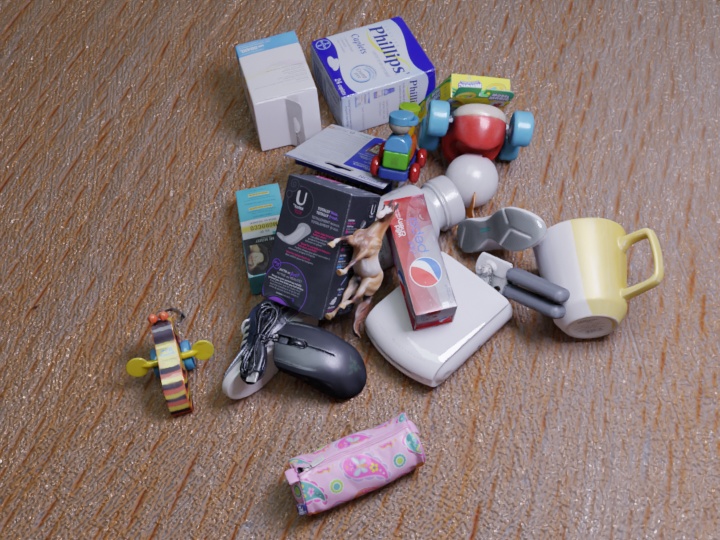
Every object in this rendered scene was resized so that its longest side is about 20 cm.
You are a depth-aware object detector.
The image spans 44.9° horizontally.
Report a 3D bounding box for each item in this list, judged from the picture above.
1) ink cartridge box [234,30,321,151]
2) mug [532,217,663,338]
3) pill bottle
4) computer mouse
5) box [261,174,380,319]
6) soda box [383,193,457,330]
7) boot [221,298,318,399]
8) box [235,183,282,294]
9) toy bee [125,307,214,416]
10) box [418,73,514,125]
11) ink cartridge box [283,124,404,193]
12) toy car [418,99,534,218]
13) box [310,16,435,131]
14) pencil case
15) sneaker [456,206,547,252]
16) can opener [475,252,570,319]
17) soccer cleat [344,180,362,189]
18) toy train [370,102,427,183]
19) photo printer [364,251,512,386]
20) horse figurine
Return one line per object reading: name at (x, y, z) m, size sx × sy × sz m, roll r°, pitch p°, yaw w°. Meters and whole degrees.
ink cartridge box at (-0.155, -0.338, 1.683) m, size 0.124 × 0.129 × 0.201 m, roll -15°, pitch 53°, yaw -6°
mug at (0.360, 0.012, 1.361) m, size 0.148 × 0.187 × 0.155 m, roll 9°, pitch 60°, yaw -16°
pill bottle at (0.072, -0.080, 1.482) m, size 0.199 × 0.115 × 0.115 m, roll -27°, pitch 56°, yaw -15°
computer mouse at (-0.075, 0.132, 1.326) m, size 0.198 × 0.053 × 0.140 m, roll 22°, pitch 58°, yaw -12°
box at (-0.062, -0.039, 1.379) m, size 0.121 × 0.202 × 0.106 m, roll 20°, pitch 12°, yaw 25°
soda box at (0.089, -0.015, 1.352) m, size 0.069 × 0.064 × 0.202 m, roll -12°, pitch 65°, yaw -6°
boot at (-0.164, 0.117, 1.388) m, size 0.090 × 0.073 × 0.200 m, roll 28°, pitch 52°, yaw 31°
box at (-0.166, -0.058, 1.524) m, size 0.081 × 0.049 × 0.201 m, roll -11°, pitch 53°, yaw -4°
toy bee at (-0.309, 0.122, 1.364) m, size 0.130 × 0.109 × 0.200 m, roll -33°, pitch 58°, yaw -17°
box at (0.189, -0.307, 1.580) m, size 0.116 × 0.200 × 0.049 m, roll 2°, pitch 84°, yaw -16°
ink cartridge box at (-0.012, -0.195, 1.574) m, size 0.196 × 0.047 × 0.200 m, roll 20°, pitch 34°, yaw 16°
toy car at (0.195, -0.180, 1.550) m, size 0.182 × 0.177 × 0.202 m, roll 7°, pitch 81°, yaw -3°
box at (0.025, -0.387, 1.722) m, size 0.198 × 0.105 × 0.185 m, roll -19°, pitch 55°, yaw -10°
pencil case at (-0.008, 0.275, 1.242) m, size 0.198 × 0.088 × 0.088 m, roll -19°, pitch 54°, yaw -11°
sneaker at (0.243, -0.068, 1.431) m, size 0.080 × 0.200 × 0.071 m, roll -7°, pitch 93°, yaw -29°
can opener at (0.255, 0.020, 1.379) m, size 0.066 × 0.053 × 0.200 m, roll -2°, pitch 18°, yaw -32°
soccer cleat at (-0.066, -0.116, 1.528) m, size 0.081 × 0.067 × 0.200 m, roll 44°, pitch 51°, yaw -3°
toy train at (0.080, -0.240, 1.517) m, size 0.084 × 0.117 × 0.200 m, roll 12°, pitch 30°, yaw 8°
photo printer at (0.117, 0.080, 1.386) m, size 0.200 × 0.070 × 0.166 m, roll -38°, pitch 59°, yaw -22°
horse figurine at (0.000, 0.000, 1.332) m, size 0.050 × 0.202 × 0.132 m, roll 22°, pitch 39°, yaw 30°
